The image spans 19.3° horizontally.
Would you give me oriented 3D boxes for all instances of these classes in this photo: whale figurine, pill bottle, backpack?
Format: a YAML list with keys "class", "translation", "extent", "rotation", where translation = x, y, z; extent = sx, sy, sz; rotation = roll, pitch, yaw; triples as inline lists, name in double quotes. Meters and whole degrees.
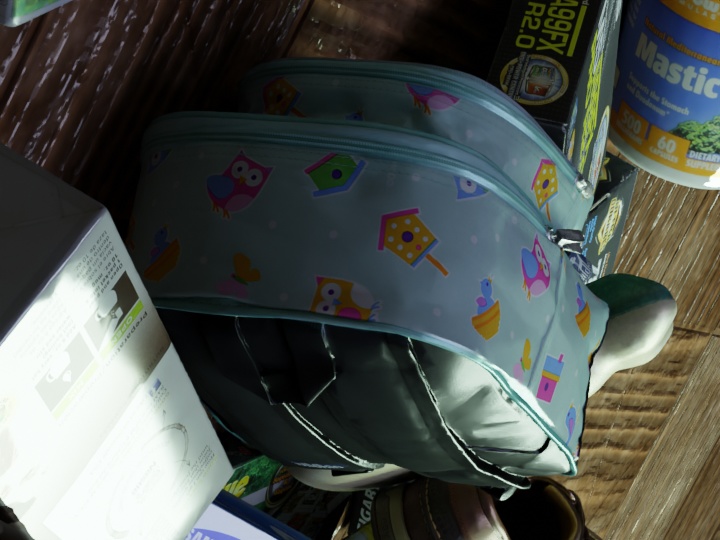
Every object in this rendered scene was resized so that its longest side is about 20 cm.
- class: "whale figurine"
  translation: [0.047, 0.033, 1.001]
  extent: [0.199, 0.104, 0.159]
  rotation: [-20, 168, 4]
- class: "pill bottle"
  translation: [0.208, -0.155, 1.186]
  extent: [0.112, 0.112, 0.201]
  rotation: [-39, 150, -42]
- class: "backpack"
  translation: [0.000, 0.000, 0.833]
  extent: [0.200, 0.175, 0.154]
  rotation: [31, 68, -64]

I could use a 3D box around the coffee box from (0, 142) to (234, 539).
- class: "coffee box"
  translation: [-0.122, 0.031, 0.681]
  extent: [0.080, 0.113, 0.200]
  rotation: [-53, 157, -18]

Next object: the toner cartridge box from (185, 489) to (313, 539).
- class: "toner cartridge box"
  translation: [-0.040, 0.131, 0.901]
  extent: [0.200, 0.095, 0.043]
  rotation: [35, 84, -39]

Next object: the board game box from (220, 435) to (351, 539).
- class: "board game box"
  translation: [-0.054, 0.123, 1.075]
  extent: [0.200, 0.023, 0.105]
  rotation: [-16, 135, -62]

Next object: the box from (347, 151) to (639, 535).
- class: "box"
  translation: [0.079, 0.049, 1.244]
  extent: [0.198, 0.050, 0.201]
  rotation: [-40, 150, -44]

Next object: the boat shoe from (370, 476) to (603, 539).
- class: "boat shoe"
  translation: [0.085, 0.141, 1.058]
  extent: [0.067, 0.072, 0.200]
  rotation: [-28, 150, 25]

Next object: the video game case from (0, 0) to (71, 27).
- class: "video game case"
  translation: [-0.045, -0.190, 0.696]
  extent: [0.200, 0.022, 0.183]
  rotation: [-35, 147, -48]

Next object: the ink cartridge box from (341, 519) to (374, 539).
- class: "ink cartridge box"
  translation: [0.009, 0.218, 1.108]
  extent: [0.145, 0.146, 0.200]
  rotation: [-41, 172, 35]

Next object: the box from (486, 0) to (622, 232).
- class: "box"
  translation: [0.094, -0.067, 1.063]
  extent: [0.200, 0.044, 0.161]
  rotation: [89, 17, -51]
